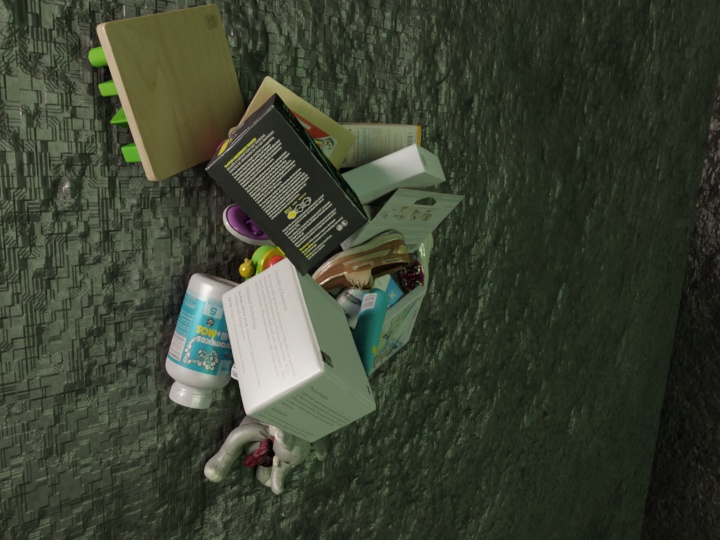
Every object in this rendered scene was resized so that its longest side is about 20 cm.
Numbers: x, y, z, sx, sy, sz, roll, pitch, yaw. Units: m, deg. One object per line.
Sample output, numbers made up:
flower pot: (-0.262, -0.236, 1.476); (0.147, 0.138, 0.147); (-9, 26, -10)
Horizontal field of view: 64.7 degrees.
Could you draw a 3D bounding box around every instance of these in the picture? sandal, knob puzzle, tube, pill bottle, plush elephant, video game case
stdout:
sandal: (-0.148, -0.083, 0.985); (0.200, 0.084, 0.050); (10, 137, -47)
knob puzzle: (-0.127, -0.175, 0.917); (0.214, 0.030, 0.225); (-10, 117, -19)
tube: (0.010, 0.118, 1.006); (0.050, 0.077, 0.202); (32, 43, -14)
pill bottle: (-0.250, 0.115, 0.928); (0.109, 0.110, 0.205); (16, 91, -42)
plush elephant: (-0.153, 0.327, 1.036); (0.164, 0.153, 0.203); (34, 79, -41)
video game case: (0.052, 0.142, 1.193); (0.199, 0.022, 0.185); (-35, 151, -34)

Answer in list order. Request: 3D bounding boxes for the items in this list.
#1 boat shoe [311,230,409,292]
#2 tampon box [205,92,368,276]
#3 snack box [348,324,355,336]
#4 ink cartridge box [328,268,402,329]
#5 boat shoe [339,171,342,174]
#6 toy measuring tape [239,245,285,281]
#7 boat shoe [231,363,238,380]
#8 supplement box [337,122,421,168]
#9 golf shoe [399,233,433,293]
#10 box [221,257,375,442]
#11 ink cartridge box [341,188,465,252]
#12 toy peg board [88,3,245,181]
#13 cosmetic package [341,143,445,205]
boat shoe: (0.000, 0.000, 1.035); (0.197, 0.073, 0.076); (-27, 158, 3)
tampon box: (-0.104, -0.127, 0.819); (0.125, 0.150, 0.201); (-38, 111, 9)
snack box: (-0.094, 0.109, 1.037); (0.115, 0.037, 0.200); (-34, 117, 24)
ink cartridge box: (-0.021, 0.075, 1.120); (0.201, 0.066, 0.116); (-48, 133, -8)
boat shoe: (-0.028, -0.104, 1.094); (0.068, 0.073, 0.201); (-45, 142, -15)
toy measuring tape: (-0.131, -0.011, 1.030); (0.197, 0.073, 0.076); (-2, 102, -43)
boat shoe: (-0.164, 0.148, 0.987); (0.200, 0.068, 0.068); (17, 86, -73)
supplement box: (0.002, -0.234, 1.049); (0.197, 0.125, 0.075); (-10, 110, -38)
golf shoe: (0.132, -0.035, 1.251); (0.090, 0.074, 0.205); (-23, 117, -38)
box: (-0.091, 0.126, 0.867); (0.129, 0.203, 0.199); (-27, 146, 9)
ink cartridge box: (0.076, -0.101, 1.062); (0.197, 0.044, 0.174); (-2, 143, -44)
toy peg board: (-0.282, -0.261, 0.832); (0.199, 0.096, 0.204); (-40, 127, -45)
cosmetic package: (0.057, -0.160, 0.990); (0.053, 0.148, 0.200); (70, 18, 2)
